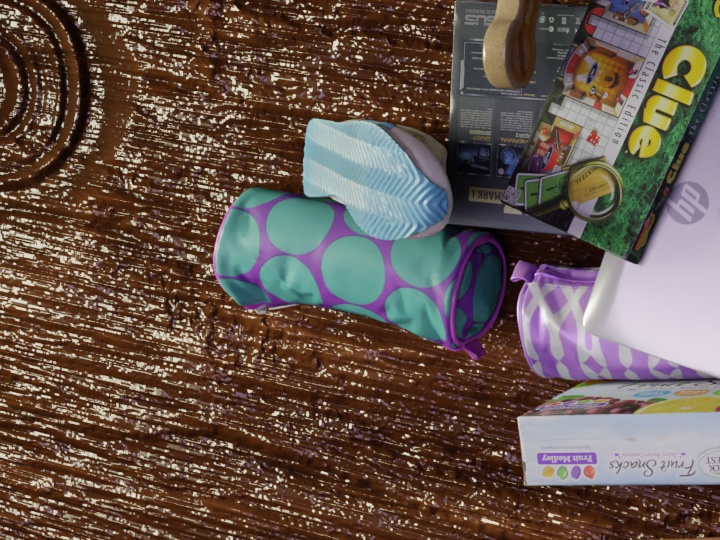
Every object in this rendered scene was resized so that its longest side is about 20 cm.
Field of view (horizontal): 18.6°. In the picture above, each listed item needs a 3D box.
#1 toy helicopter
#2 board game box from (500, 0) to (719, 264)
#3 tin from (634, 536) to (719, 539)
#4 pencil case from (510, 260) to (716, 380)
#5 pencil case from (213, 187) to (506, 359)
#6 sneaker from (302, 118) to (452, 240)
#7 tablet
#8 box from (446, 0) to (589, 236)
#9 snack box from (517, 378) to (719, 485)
[{"bbox_3d":[0.108,-0.218,1.430,0.079,0.132,0.200,4,76,27],"label":"toy helicopter"},{"bbox_3d":[0.176,-0.115,1.421,0.105,0.023,0.200,26,95,30],"label":"board game box"},{"bbox_3d":[0.211,0.228,1.468,0.200,0.112,0.042,-6,118,29],"label":"tin"},{"bbox_3d":[0.204,0.030,1.461,0.200,0.084,0.086,-5,128,27],"label":"pencil case"},{"bbox_3d":[0.000,0.000,1.567,0.200,0.085,0.093,11,102,26],"label":"pencil case"},{"bbox_3d":[0.026,-0.068,1.493,0.200,0.081,0.077,-144,58,-66],"label":"sneaker"},{"bbox_3d":[0.230,-0.036,1.402,0.130,0.014,0.200,19,90,22],"label":"tablet"},{"bbox_3d":[0.158,-0.101,1.489,0.200,0.051,0.158,6,98,27],"label":"box"},{"bbox_3d":[0.222,0.102,1.428,0.200,0.142,0.053,-3,96,28],"label":"snack box"}]
